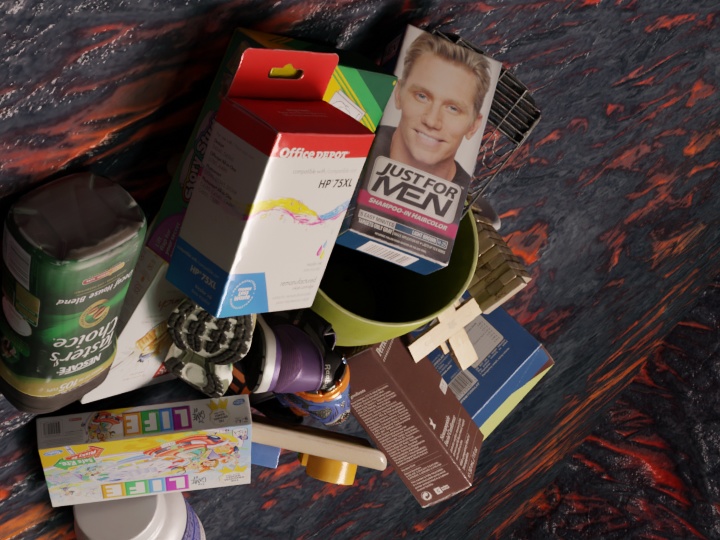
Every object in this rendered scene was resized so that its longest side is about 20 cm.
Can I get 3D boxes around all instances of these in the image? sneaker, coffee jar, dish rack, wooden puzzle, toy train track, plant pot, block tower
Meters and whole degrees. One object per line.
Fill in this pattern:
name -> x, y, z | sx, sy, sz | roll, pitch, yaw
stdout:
sneaker -> -0.072, 0.109, 1.623 | 0.200, 0.112, 0.078 | -22, 149, -48
sneaker -> -0.071, 0.060, 1.414 | 0.087, 0.200, 0.076 | 8, 115, -17
coffee jar -> -0.236, 0.024, 1.178 | 0.104, 0.085, 0.201 | -30, 154, -38
sneaker -> -0.079, 0.095, 1.475 | 0.075, 0.200, 0.079 | -34, 131, -19
dish rack -> 0.068, -0.123, 1.417 | 0.200, 0.153, 0.055 | -51, 180, -15
wooden puzzle -> -0.075, 0.189, 1.594 | 0.200, 0.184, 0.047 | 163, -59, -82
toy train track -> 0.076, 0.021, 1.623 | 0.114, 0.032, 0.201 | -35, 120, -17
plant pot -> 0.000, 0.000, 1.509 | 0.187, 0.187, 0.200 | -37, 172, -25
block tower -> 0.099, -0.049, 1.545 | 0.054, 0.201, 0.058 | -39, 162, 17
sneaker -> -0.128, 0.040, 1.341 | 0.089, 0.077, 0.200 | -66, -174, -28

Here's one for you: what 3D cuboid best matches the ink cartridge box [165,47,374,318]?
ink cartridge box -> -0.065, -0.069, 1.171 | 0.116, 0.067, 0.201 | -6, 124, -49

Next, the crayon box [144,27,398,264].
crayon box -> -0.072, -0.093, 1.259 | 0.172, 0.058, 0.201 | -1, 120, -56

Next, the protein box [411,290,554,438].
protein box -> 0.092, 0.106, 1.815 | 0.199, 0.200, 0.135 | -47, 160, 0

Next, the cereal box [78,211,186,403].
cereal box -> -0.177, 0.029, 1.369 | 0.144, 0.040, 0.200 | -12, 140, -57

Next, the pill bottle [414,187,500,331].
pill bottle -> 0.063, -0.005, 1.691 | 0.200, 0.106, 0.106 | -55, 158, 22

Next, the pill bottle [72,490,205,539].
pill bottle -> -0.238, 0.272, 1.585 | 0.120, 0.120, 0.200 | -41, 160, -14

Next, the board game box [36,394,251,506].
board game box -> -0.206, 0.176, 1.442 | 0.199, 0.034, 0.135 | -6, 149, -8

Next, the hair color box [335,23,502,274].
hair color box -> 0.050, -0.108, 1.344 | 0.060, 0.099, 0.201 | 154, -47, -69

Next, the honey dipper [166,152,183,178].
honey dipper -> -0.103, -0.090, 1.311 | 0.038, 0.038, 0.200 | -54, 155, 19

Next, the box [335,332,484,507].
box -> 0.050, 0.148, 1.639 | 0.075, 0.200, 0.100 | -29, -162, 27
